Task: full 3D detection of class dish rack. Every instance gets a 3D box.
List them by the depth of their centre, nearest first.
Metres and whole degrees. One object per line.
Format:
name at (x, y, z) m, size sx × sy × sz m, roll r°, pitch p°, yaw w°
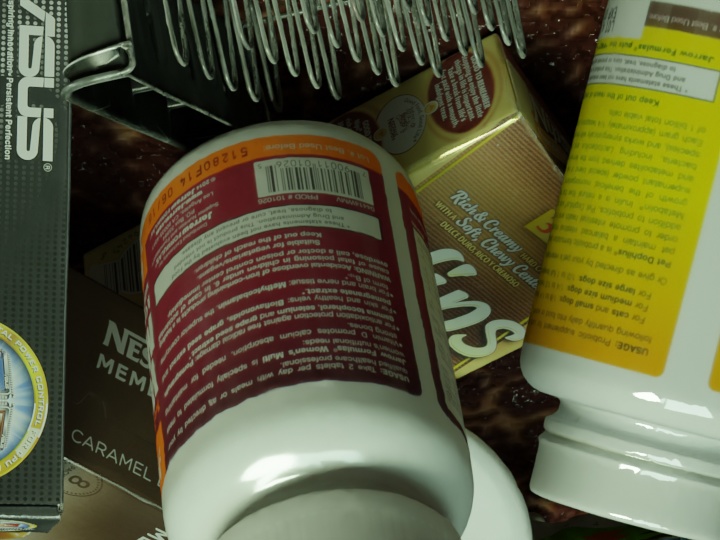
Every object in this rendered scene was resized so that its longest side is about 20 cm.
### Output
dish rack at (0.005, -0.096, 0.856) m, size 0.198 × 0.055 × 0.153 m, roll -13°, pitch 173°, yaw 14°

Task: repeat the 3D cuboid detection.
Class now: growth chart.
growth chart at (0.151, 0.108, 1.100) m, size 0.198 × 0.145 × 0.018 m, roll -15°, pitch 93°, yaw 5°

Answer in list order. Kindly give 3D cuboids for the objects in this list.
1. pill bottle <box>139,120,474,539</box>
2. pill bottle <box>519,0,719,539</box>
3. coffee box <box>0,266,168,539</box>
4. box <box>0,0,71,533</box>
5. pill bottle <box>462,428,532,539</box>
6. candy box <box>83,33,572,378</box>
pill bottle at (-0.019, 0.051, 0.867) m, size 0.109 × 0.201 × 0.110 m, roll -5°, pitch 137°, yaw -5°
pill bottle at (0.124, -0.005, 0.923) m, size 0.109 × 0.109 × 0.202 m, roll 15°, pitch 89°, yaw -24°
coffee box at (-0.136, 0.090, 0.996) m, size 0.114 × 0.080 × 0.200 m, roll 30°, pitch 140°, yaw -24°
box at (-0.183, -0.011, 0.863) m, size 0.159 × 0.202 × 0.044 m, roll 3°, pitch 166°, yaw -13°
pill bottle at (-0.007, 0.135, 1.063) m, size 0.105 × 0.107 × 0.200 m, roll 5°, pitch 160°, yaw -16°
candy box at (0.000, 0.000, 1.003) m, size 0.199 × 0.056 × 0.116 m, roll -27°, pitch 133°, yaw 15°
